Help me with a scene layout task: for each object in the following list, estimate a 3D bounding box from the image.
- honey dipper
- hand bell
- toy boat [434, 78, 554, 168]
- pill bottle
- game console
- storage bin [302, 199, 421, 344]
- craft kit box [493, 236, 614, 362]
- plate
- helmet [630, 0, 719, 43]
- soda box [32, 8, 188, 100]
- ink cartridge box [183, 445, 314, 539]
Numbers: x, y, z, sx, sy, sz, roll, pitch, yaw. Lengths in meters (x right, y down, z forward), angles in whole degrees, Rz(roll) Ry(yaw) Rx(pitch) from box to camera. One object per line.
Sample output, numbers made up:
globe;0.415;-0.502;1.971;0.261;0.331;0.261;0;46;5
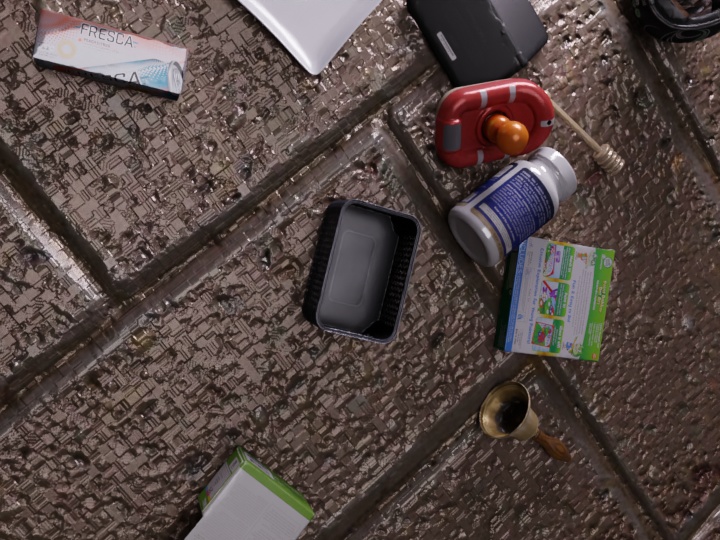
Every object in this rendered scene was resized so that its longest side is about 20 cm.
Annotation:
honey dipper;0.383;-0.244;1.276;0.199;0.038;0.038;40;82;-15
hand bell;0.307;0.286;1.278;0.199;0.104;0.105;38;82;-30
toy boat;0.222;-0.224;1.161;0.197;0.131;0.132;-14;125;-16
pill bottle;0.251;-0.108;1.200;0.199;0.116;0.116;-37;104;-12
game console;0.197;-0.414;1.212;0.175;0.117;0.201;-31;104;17
storage bin;0.000;0.000;1.137;0.133;0.094;0.203;14;89;-18
craft kit box;0.340;0.049;1.280;0.195;0.048;0.203;9;91;-16
plate;-0.081;-0.434;1.111;0.200;0.032;0.200;42;80;-16
helmet;0.561;-0.482;1.238;0.197;0.191;0.203;6;109;18
soda box;-0.344;-0.296;1.017;0.197;0.063;0.069;10;91;-18
ink cartridge box;-0.191;0.398;1.112;0.148;0.076;0.201;42;82;-17
